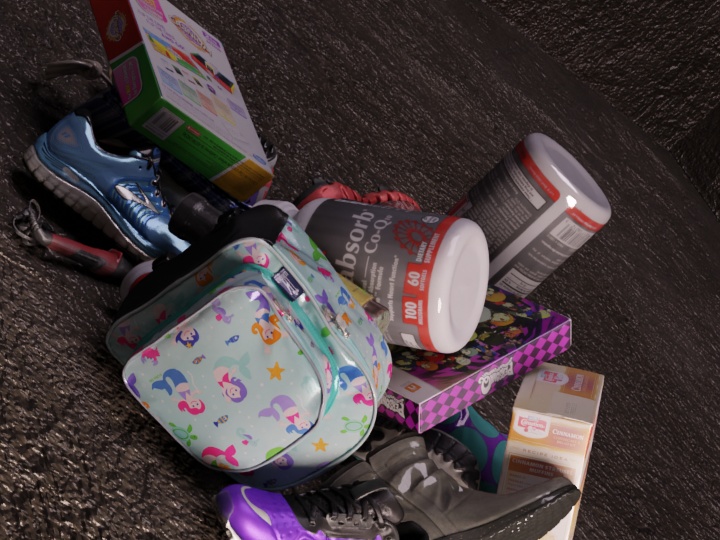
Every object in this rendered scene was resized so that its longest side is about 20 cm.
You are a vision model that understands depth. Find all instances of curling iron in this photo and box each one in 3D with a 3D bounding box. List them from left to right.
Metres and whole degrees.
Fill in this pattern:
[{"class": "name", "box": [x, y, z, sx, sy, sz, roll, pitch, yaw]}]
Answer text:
[{"class": "curling iron", "box": [-0.218, -0.014, 1.705, 0.200, 0.026, 0.050, 26, 28, -49]}]

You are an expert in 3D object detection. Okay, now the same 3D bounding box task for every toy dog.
[{"class": "toy dog", "box": [-0.208, -0.160, 1.963, 0.200, 0.132, 0.096, -16, 100, -66]}]

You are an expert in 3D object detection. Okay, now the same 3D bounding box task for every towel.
[{"class": "towel", "box": [-0.176, -0.094, 1.877, 0.200, 0.024, 0.145, 42, -16, -13]}]

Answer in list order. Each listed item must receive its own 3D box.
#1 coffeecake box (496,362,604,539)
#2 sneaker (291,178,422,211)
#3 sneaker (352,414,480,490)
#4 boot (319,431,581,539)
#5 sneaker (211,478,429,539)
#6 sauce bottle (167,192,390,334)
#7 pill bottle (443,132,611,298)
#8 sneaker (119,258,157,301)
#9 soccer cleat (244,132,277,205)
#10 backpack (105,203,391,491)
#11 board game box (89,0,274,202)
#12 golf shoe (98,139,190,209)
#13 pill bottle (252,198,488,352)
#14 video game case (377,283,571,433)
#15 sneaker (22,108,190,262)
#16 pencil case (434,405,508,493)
[{"class": "coffeecake box", "box": [0.159, 0.199, 1.800, 0.073, 0.200, 0.154, 12, 15, 8]}, {"class": "sneaker", "box": [0.011, -0.030, 1.922, 0.098, 0.071, 0.200, 52, 22, 21]}, {"class": "sneaker", "box": [0.018, 0.155, 1.824, 0.200, 0.078, 0.080, 40, -21, 10]}, {"class": "boot", "box": [0.073, 0.183, 1.688, 0.131, 0.200, 0.068, 59, -18, 27]}, {"class": "sneaker", "box": [-0.023, 0.191, 1.558, 0.200, 0.100, 0.070, 31, 20, -41]}, {"class": "sauce bottle", "box": [-0.070, 0.004, 1.679, 0.200, 0.065, 0.065, 35, 15, 11]}, {"class": "pill bottle", "box": [0.139, -0.030, 1.996, 0.116, 0.200, 0.116, 42, 18, -17]}, {"class": "sneaker", "box": [-0.111, 0.068, 1.691, 0.200, 0.071, 0.112, 34, 17, -40]}, {"class": "soccer cleat", "box": [-0.161, -0.132, 2.078, 0.068, 0.073, 0.200, -17, 41, -38]}, {"class": "backpack", "box": [-0.078, 0.073, 1.582, 0.200, 0.178, 0.151, 49, 23, -18]}, {"class": "board game box", "box": [-0.164, -0.170, 1.824, 0.153, 0.040, 0.200, 35, 23, -42]}, {"class": "golf shoe", "box": [-0.170, -0.050, 1.828, 0.200, 0.075, 0.092, 44, 13, -10]}, {"class": "pill bottle", "box": [0.000, 0.000, 1.756, 0.200, 0.116, 0.116, 9, 4, 22]}, {"class": "video game case", "box": [0.057, 0.062, 1.813, 0.200, 0.036, 0.181, -26, 37, -37]}, {"class": "sneaker", "box": [-0.188, -0.063, 1.739, 0.200, 0.090, 0.078, 38, -1, -16]}, {"class": "pencil case", "box": [0.079, 0.145, 1.913, 0.200, 0.092, 0.085, 45, -26, -22]}]
